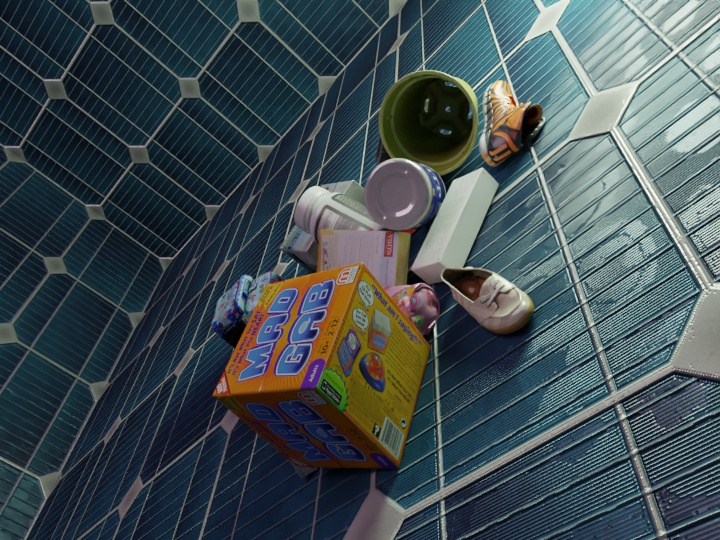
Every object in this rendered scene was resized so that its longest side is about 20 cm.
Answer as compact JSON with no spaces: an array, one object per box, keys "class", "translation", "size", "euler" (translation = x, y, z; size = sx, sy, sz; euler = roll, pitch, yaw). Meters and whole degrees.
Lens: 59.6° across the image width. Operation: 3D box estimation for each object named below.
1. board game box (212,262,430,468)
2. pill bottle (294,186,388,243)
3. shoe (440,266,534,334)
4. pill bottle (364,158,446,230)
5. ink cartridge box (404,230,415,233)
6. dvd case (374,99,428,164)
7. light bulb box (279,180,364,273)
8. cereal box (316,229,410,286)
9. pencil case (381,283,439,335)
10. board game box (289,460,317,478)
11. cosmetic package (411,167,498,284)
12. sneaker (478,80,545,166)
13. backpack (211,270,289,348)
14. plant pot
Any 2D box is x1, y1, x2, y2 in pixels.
[{"class":"board game box","translation":[-0.047,0.144,0.911],"size":[0.197,0.201,0.202],"euler":[-12,42,37]},{"class":"pill bottle","translation":[-0.030,-0.087,1.271],"size":[0.198,0.114,0.115],"euler":[30,79,26]},{"class":"shoe","translation":[0.171,0.035,0.887],"size":[0.070,0.053,0.200],"euler":[-53,21,-1]},{"class":"pill bottle","translation":[0.091,-0.135,1.138],"size":[0.120,0.120,0.200],"euler":[-45,-9,17]},{"class":"ink cartridge box","translation":[0.099,-0.162,1.318],"size":[0.116,0.067,0.202],"euler":[-41,25,27]},{"class":"dvd case","translation":[0.102,-0.315,1.377],"size":[0.199,0.016,0.151],"euler":[-23,-49,-55]},{"class":"light bulb box","translation":[-0.064,-0.091,1.464],"size":[0.200,0.124,0.199],"euler":[-57,23,-12]},{"class":"cereal box","translation":[0.000,0.000,1.144],"size":[0.198,0.039,0.147],"euler":[5,91,42]},{"class":"pencil case","translation":[0.032,0.068,1.032],"size":[0.198,0.088,0.088],"euler":[-7,47,43]},{"class":"board game box","translation":[-0.129,0.238,1.077],"size":[0.034,0.136,0.200],"euler":[-28,23,-1]},{"class":"cosmetic package","translation":[0.164,-0.075,1.076],"size":[0.082,0.050,0.202],"euler":[-19,39,59]},{"class":"sneaker","translation":[0.283,-0.284,1.144],"size":[0.111,0.077,0.203],"euler":[-24,46,43]},{"class":"backpack","translation":[-0.260,0.086,1.582],"size":[0.199,0.134,0.184],"euler":[-37,27,26]},{"class":"plant pot","translation":[0.159,-0.315,1.277],"size":[0.200,0.201,0.184],"euler":[-37,6,32]}]
